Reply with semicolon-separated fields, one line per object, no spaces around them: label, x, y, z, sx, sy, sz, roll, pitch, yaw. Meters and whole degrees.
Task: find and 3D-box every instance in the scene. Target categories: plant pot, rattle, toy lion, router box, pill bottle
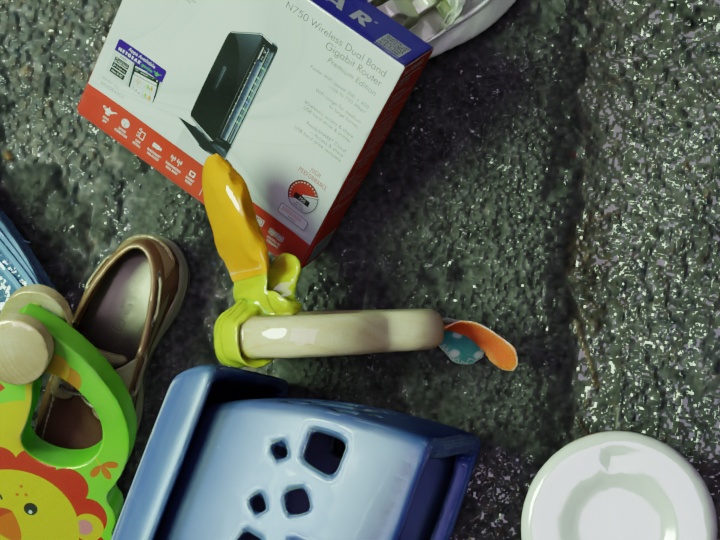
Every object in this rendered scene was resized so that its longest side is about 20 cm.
plant pot;-0.048;0.168;1.153;0.179;0.200;0.201;21;89;15
rattle;0.000;0.000;1.191;0.199;0.130;0.143;-4;74;-1
toy lion;-0.228;0.138;1.204;0.200;0.069;0.192;-38;104;18
router box;-0.076;-0.129;1.211;0.200;0.049;0.180;35;124;10
pill bottle;0.162;0.157;1.117;0.114;0.200;0.115;-1;85;8

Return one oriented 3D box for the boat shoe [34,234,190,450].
boat shoe;-0.183;0.066;1.240;0.076;0.072;0.201;18;88;10

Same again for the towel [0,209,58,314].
towel;-0.300;-0.013;1.263;0.112;0.049;0.200;-43;75;15

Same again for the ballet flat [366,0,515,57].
ballet flat;0.040;-0.181;1.234;0.200;0.069;0.070;-34;81;4
